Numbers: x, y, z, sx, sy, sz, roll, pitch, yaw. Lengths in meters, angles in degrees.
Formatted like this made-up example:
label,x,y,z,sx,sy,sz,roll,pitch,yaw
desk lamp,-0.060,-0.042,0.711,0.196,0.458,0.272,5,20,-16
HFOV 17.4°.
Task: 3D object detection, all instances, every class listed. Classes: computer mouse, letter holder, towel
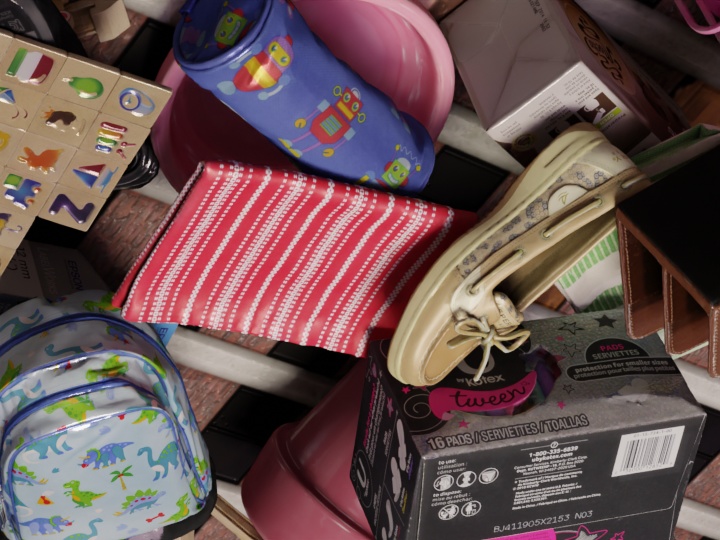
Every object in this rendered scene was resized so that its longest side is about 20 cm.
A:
label,x,y,z,sx,sy,sz,roll,pitch,yaw
computer mouse,-0.211,-0.118,1.398,0.137,0.053,0.201,-11,138,10
letter holder,0.270,-0.013,1.475,0.199,0.101,0.143,-30,143,-15
towel,0.203,-0.008,1.563,0.152,0.023,0.200,-26,137,8
towel,-0.038,-0.003,1.464,0.199,0.023,0.145,11,135,-29

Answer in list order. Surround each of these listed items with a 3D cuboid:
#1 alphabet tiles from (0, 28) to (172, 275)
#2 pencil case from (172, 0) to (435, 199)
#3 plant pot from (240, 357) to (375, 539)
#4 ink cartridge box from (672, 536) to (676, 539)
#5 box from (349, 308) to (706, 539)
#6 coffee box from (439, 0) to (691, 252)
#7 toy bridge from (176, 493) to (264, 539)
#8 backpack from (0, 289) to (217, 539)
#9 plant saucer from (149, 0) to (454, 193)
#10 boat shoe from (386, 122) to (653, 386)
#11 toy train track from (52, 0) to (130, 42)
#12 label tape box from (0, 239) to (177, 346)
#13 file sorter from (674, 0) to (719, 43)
label,x,y,z,sx,sy,sz,roll,pitch,yaw
alphabet tiles,-0.228,-0.069,1.408,0.166,0.008,0.200,17,135,-22
pencil case,-0.036,-0.108,1.422,0.078,0.087,0.200,-49,135,-1
plant pot,0.040,0.137,1.700,0.199,0.200,0.180,23,106,-37
ink cartridge box,0.128,0.206,1.818,0.199,0.145,0.084,-33,136,12
box,0.106,0.113,1.545,0.198,0.115,0.133,-8,132,-19
coffee box,0.150,-0.099,1.550,0.080,0.113,0.200,-36,134,17
toy bridge,-0.132,0.186,1.712,0.198,0.027,0.068,10,107,19
backpack,-0.179,0.103,1.530,0.162,0.154,0.201,-10,124,-5
plant saucer,-0.040,-0.116,1.506,0.199,0.051,0.201,-11,137,-10
boat shoe,0.095,0.000,1.456,0.200,0.063,0.073,-50,157,6
toy train track,-0.237,-0.125,1.435,0.199,0.033,0.115,-18,137,-2
label tape box,-0.244,0.050,1.584,0.199,0.066,0.144,10,129,-34
file sorter,0.298,-0.180,1.517,0.139,0.126,0.199,-41,133,20
